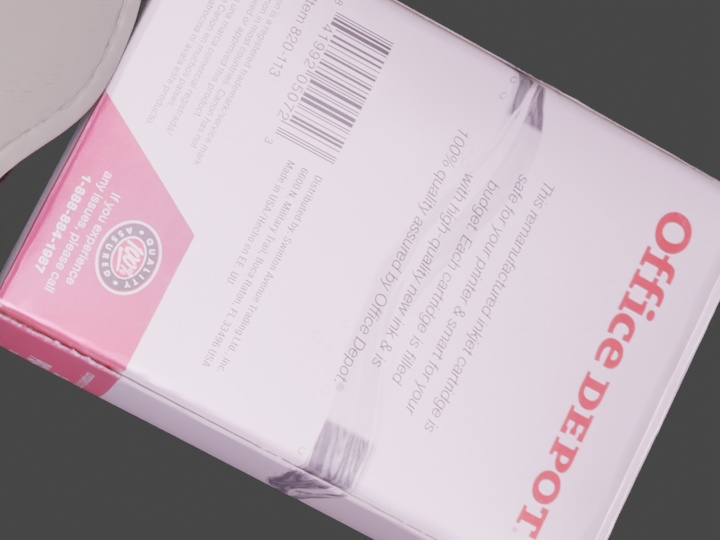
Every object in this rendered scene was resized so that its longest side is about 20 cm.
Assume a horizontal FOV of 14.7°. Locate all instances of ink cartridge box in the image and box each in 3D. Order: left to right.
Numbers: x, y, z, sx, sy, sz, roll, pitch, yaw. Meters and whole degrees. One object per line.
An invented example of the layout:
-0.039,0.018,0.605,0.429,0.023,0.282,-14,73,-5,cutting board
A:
0.000,0.000,0.882,0.199,0.083,0.147,29,79,-8,ink cartridge box

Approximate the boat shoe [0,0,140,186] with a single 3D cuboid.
-0.132,-0.042,0.820,0.072,0.060,0.202,40,67,-26,boat shoe
